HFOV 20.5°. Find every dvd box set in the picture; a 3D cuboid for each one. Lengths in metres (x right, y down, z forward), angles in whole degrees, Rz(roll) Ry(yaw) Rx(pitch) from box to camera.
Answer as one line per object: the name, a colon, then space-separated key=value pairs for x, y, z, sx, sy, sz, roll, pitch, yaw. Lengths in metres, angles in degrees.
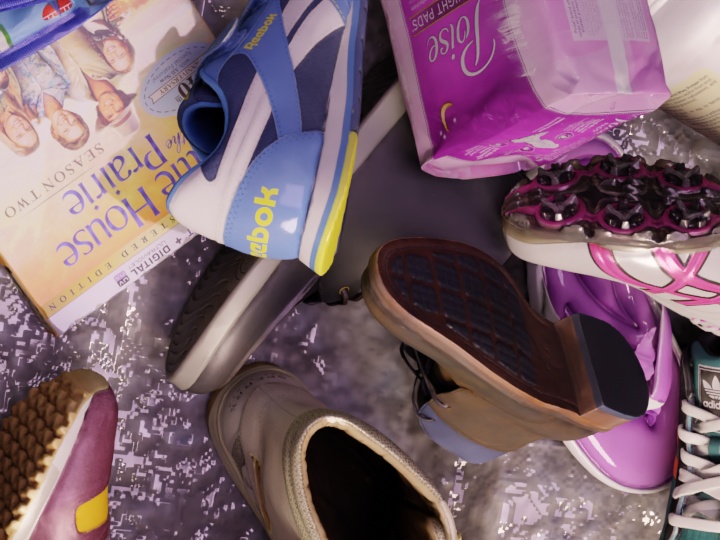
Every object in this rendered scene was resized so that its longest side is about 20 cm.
dvd box set: x=-0.142 y=-0.091 z=0.928 sx=0.146 sy=0.029 sz=0.200 roll=-36 pitch=106 yaw=-13

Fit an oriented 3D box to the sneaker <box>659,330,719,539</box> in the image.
sneaker: x=0.188 y=0.081 z=1.021 sx=0.080 sy=0.071 sz=0.200 roll=41 pitch=61 yaw=-48

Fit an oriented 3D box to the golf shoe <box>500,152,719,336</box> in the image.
golf shoe: x=0.165 y=-0.002 z=0.958 sx=0.199 sy=0.073 sz=0.092 roll=5 pitch=124 yaw=1

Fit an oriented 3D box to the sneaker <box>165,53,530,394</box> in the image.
sneaker: x=0.000 y=0.000 z=0.965 sx=0.106 sy=0.075 sz=0.200 roll=42 pitch=80 yaw=-16

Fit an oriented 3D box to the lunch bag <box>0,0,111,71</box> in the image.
lunch bag: x=-0.209 y=-0.142 z=0.844 sx=0.200 sy=0.094 sz=0.151 roll=-28 pitch=71 yaw=-23

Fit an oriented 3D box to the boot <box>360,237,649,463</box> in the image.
boot: x=0.046 y=0.049 z=0.947 sx=0.200 sy=0.097 sz=0.075 roll=27 pitch=44 yaw=-43

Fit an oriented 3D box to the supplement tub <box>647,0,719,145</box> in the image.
supplement tub: x=0.203 y=-0.132 z=0.987 sx=0.200 sy=0.145 sz=0.145 roll=28 pitch=86 yaw=-20

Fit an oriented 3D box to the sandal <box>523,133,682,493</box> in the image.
sandal: x=0.128 y=0.027 z=1.028 sx=0.082 sy=0.050 sz=0.203 roll=-22 pitch=104 yaw=-14

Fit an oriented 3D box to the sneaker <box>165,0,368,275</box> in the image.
sneaker: x=-0.039 y=-0.092 z=0.907 sx=0.082 sy=0.074 sz=0.200 roll=6 pitch=53 yaw=0

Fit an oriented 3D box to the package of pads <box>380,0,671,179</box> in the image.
package of pads: x=0.062 y=-0.151 z=0.918 sx=0.076 sy=0.120 sz=0.201 roll=-5 pitch=78 yaw=-36

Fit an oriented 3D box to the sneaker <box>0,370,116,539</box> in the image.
sneaker: x=-0.141 y=0.146 z=0.931 sx=0.090 sy=0.075 sz=0.200 roll=19 pitch=96 yaw=-28

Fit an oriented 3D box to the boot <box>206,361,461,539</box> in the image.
boot: x=0.009 y=0.139 z=0.941 sx=0.072 sy=0.155 sz=0.200 roll=-36 pitch=104 yaw=-13
